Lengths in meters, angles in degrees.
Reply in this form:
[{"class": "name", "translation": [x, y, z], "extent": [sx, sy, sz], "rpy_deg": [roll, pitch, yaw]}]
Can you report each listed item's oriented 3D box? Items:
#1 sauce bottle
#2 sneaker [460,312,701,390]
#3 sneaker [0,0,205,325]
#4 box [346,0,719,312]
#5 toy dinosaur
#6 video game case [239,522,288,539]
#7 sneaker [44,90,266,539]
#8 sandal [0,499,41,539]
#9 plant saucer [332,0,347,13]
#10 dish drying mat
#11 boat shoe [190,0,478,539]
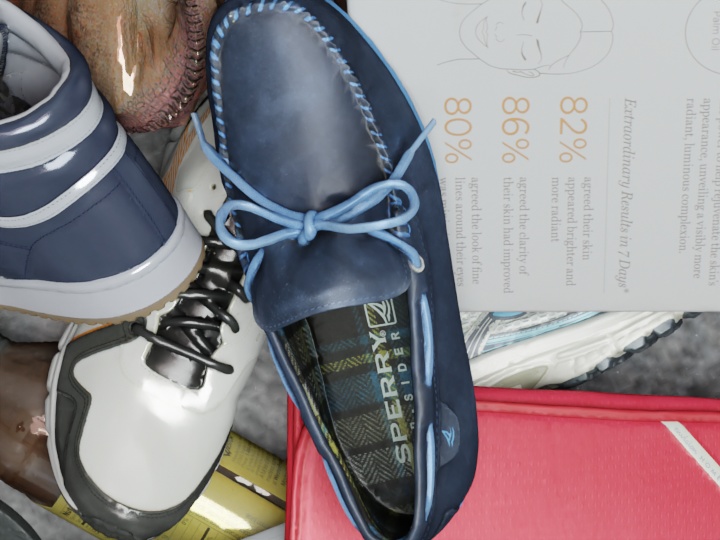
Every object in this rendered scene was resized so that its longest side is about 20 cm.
[{"class": "sauce bottle", "translation": [-0.099, 0.069, 0.925], "extent": [0.199, 0.065, 0.065], "rpy_deg": [32, 90, -6]}, {"class": "sneaker", "translation": [0.064, 0.008, 0.933], "extent": [0.199, 0.078, 0.087], "rpy_deg": [-28, 86, -7]}, {"class": "sneaker", "translation": [-0.159, -0.038, 0.855], "extent": [0.199, 0.070, 0.109], "rpy_deg": [0, 136, 31]}, {"class": "box", "translation": [0.097, -0.075, 0.868], "extent": [0.198, 0.107, 0.153], "rpy_deg": [0, 124, 3]}, {"class": "toy dinosaur", "translation": [-0.092, -0.083, 0.871], "extent": [0.085, 0.200, 0.136], "rpy_deg": [23, 89, -31]}, {"class": "video game case", "translation": [-0.055, 0.202, 0.921], "extent": [0.181, 0.023, 0.201], "rpy_deg": [-20, 119, -3]}, {"class": "sneaker", "translation": [-0.061, 0.003, 0.883], "extent": [0.073, 0.080, 0.201], "rpy_deg": [22, 69, -12]}, {"class": "sandal", "translation": [-0.135, 0.167, 0.845], "extent": [0.075, 0.048, 0.202], "rpy_deg": [-11, 113, -11]}, {"class": "plant saucer", "translation": [0.080, -0.138, 0.908], "extent": [0.199, 0.032, 0.201], "rpy_deg": [1, 124, 1]}, {"class": "dish drying mat", "translation": [0.070, 0.082, 0.883], "extent": [0.199, 0.018, 0.077], "rpy_deg": [4, 80, -14]}, {"class": "boat shoe", "translation": [0.000, 0.000, 0.800], "extent": [0.084, 0.069, 0.201], "rpy_deg": [-20, 103, 18]}]
